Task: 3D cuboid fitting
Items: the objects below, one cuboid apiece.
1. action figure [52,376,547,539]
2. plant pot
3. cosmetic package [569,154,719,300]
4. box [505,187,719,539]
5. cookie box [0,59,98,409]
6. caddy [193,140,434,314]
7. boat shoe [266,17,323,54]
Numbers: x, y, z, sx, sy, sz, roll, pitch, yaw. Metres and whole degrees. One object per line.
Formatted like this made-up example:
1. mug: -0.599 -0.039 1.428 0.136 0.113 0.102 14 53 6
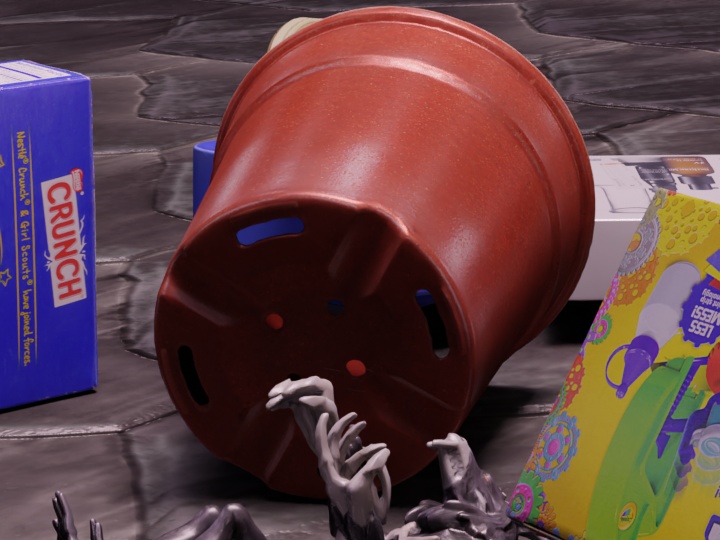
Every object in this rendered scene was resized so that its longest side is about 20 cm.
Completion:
1. action figure: -0.012 0.095 0.972 0.199 0.103 0.119 -8 4 -18
2. plant pot: 0.000 0.000 1.198 0.199 0.202 0.195 1 23 13
3. cosmetic package: 0.198 -0.026 1.431 0.199 0.052 0.151 -1 18 -1
4. box: 0.189 0.082 0.783 0.192 0.123 0.200 28 -4 -33
5. cookie box: -0.235 -0.008 1.269 0.199 0.172 0.075 -11 20 -34
6. caddy: -0.004 -0.025 1.430 0.199 0.106 0.141 3 12 28
7. boat shoe: 0.008 -0.106 1.368 0.066 0.074 0.200 -4 10 22
